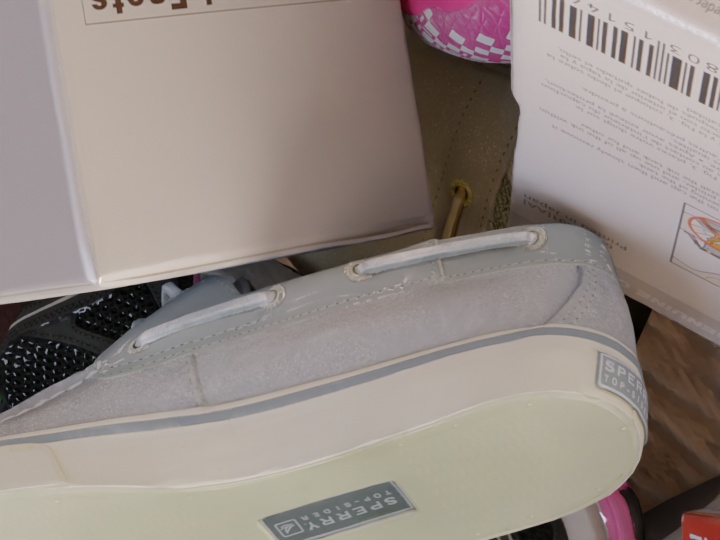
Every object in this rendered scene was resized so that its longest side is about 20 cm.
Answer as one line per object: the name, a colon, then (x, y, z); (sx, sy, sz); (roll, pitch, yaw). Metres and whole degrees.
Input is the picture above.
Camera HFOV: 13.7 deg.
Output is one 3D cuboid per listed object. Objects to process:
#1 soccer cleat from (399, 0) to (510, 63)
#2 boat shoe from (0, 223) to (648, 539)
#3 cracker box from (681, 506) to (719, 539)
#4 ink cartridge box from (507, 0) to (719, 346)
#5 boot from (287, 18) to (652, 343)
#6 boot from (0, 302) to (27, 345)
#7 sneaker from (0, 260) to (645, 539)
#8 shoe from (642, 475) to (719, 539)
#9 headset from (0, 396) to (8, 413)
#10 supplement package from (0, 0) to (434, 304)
soccer cleat: (0.092, -0.062, 0.721); (0.200, 0.070, 0.086); (-8, 117, 46)
boat shoe: (-0.026, 0.036, 0.741); (0.200, 0.072, 0.070); (-14, 138, 17)
cracker box: (0.156, 0.125, 0.694); (0.200, 0.058, 0.134); (0, 96, 62)
ink cartridge box: (0.128, -0.009, 0.667); (0.200, 0.045, 0.176); (28, 165, 10)
boot: (0.000, 0.000, 0.861); (0.155, 0.072, 0.200); (35, 135, 13)
boot: (-0.079, 0.070, 1.010); (0.166, 0.072, 0.200); (25, 135, 36)
sneaker: (-0.028, 0.053, 0.808); (0.200, 0.086, 0.080); (15, 125, 33)
shoe: (0.070, 0.136, 0.914); (0.200, 0.071, 0.091); (-33, 93, 47)
headset: (-0.085, 0.099, 0.896); (0.200, 0.124, 0.094); (21, 126, -2)
supplement package: (-0.076, -0.095, 0.752); (0.121, 0.120, 0.200); (-7, 93, 44)
